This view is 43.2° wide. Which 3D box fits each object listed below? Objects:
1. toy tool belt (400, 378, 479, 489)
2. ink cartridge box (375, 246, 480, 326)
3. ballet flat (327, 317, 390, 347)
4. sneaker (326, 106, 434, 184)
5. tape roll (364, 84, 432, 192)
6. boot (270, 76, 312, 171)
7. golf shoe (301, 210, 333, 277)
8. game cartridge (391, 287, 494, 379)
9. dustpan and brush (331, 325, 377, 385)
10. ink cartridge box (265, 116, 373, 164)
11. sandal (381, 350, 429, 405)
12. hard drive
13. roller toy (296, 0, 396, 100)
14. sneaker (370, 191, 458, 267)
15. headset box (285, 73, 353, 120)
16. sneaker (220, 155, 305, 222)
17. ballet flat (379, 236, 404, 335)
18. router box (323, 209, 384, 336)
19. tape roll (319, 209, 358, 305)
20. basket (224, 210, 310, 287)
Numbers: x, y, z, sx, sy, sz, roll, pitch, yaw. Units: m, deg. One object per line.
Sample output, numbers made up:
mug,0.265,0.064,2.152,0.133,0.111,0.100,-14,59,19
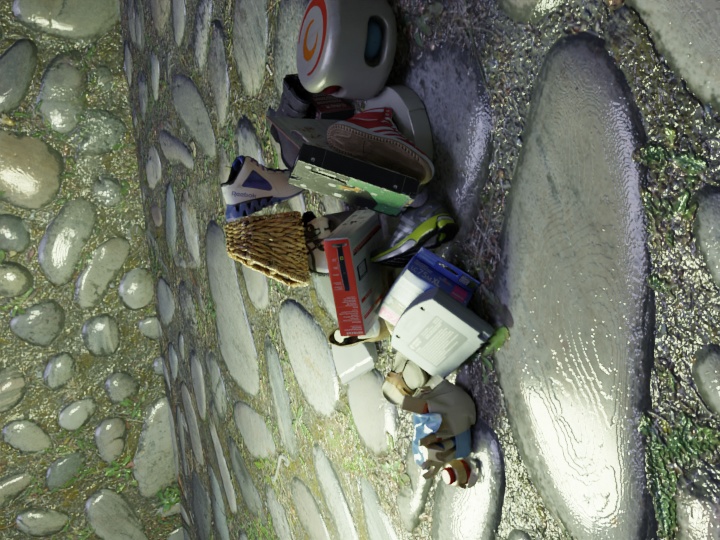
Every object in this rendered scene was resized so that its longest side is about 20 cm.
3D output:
toy tool belt,0.128,0.298,1.598,0.125,0.123,0.200,24,122,60
ink cartridge box,0.111,0.049,1.553,0.119,0.042,0.200,33,143,0
ballet flat,0.000,0.115,1.800,0.200,0.072,0.068,-22,85,51
sneaker,0.054,-0.215,1.535,0.200,0.112,0.071,27,128,21
tape roll,0.063,-0.228,1.615,0.203,0.037,0.203,38,134,55
boot,-0.118,-0.278,1.763,0.200,0.070,0.132,54,141,34
golf shoe,-0.078,-0.052,1.784,0.200,0.078,0.095,38,134,53
game cartridge,0.129,0.105,1.536,0.133,0.042,0.200,40,147,3
dustpan and brush,-0.023,0.127,1.940,0.140,0.057,0.200,-37,73,50
ink cartridge box,-0.057,-0.219,1.619,0.200,0.173,0.044,46,132,49
sandal,0.073,0.210,1.726,0.082,0.055,0.200,45,147,10
hard drive,-0.013,-0.147,1.497,0.140,0.200,0.038,137,150,-76
roller toy,-0.022,-0.390,1.590,0.200,0.140,0.183,120,146,-43
sneaker,0.089,-0.065,1.575,0.200,0.074,0.081,-31,57,41
headset box,-0.087,-0.294,1.855,0.200,0.075,0.149,51,144,45
sneaker,-0.193,-0.184,1.805,0.081,0.199,0.115,3,117,63
ballet flat,0.073,0.036,1.664,0.065,0.070,0.200,174,84,-69
router box,0.000,0.000,1.648,0.200,0.049,0.180,-47,-49,-66
tape roll,-0.023,-0.021,1.847,0.200,0.066,0.201,39,135,55
basket,-0.189,-0.031,1.790,0.200,0.142,0.149,179,83,-75
